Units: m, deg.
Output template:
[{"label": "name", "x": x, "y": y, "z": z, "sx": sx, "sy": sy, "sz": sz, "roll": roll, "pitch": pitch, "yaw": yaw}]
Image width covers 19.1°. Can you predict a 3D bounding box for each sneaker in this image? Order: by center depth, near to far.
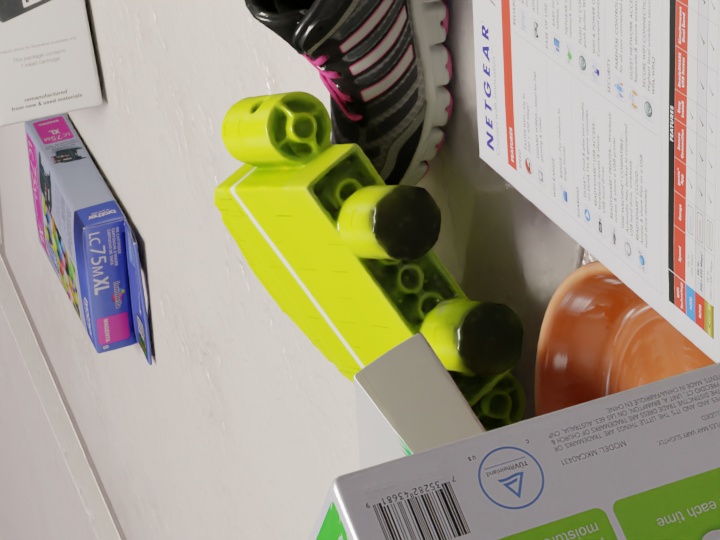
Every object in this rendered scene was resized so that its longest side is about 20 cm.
[{"label": "sneaker", "x": -0.010, "y": -0.109, "z": 0.922, "sx": 0.200, "sy": 0.087, "sz": 0.074, "roll": 94, "pitch": 154, "yaw": -44}]

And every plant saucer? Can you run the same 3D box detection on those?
[{"label": "plant saucer", "x": 0.122, "y": 0.090, "z": 0.779, "sx": 0.200, "sy": 0.032, "sz": 0.201, "roll": 165, "pitch": 90, "yaw": -72}]

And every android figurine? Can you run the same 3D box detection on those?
[{"label": "android figurine", "x": 0.000, "y": 0.000, "z": 0.952, "sx": 0.182, "sy": 0.041, "sz": 0.200, "roll": 53, "pitch": 164, "yaw": -14}]

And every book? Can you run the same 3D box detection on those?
[{"label": "book", "x": 0.052, "y": 0.117, "z": 0.897, "sx": 0.134, "sy": 0.048, "sz": 0.200, "roll": 55, "pitch": 170, "yaw": 19}]

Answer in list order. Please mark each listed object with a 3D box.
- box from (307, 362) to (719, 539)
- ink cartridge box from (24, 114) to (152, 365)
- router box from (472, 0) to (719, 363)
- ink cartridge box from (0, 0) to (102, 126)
[{"label": "box", "x": 0.106, "y": 0.122, "z": 0.583, "sx": 0.097, "sy": 0.200, "sz": 0.177, "roll": 110, "pitch": 140, "yaw": -61}, {"label": "ink cartridge box", "x": -0.212, "y": -0.023, "z": 1.658, "sx": 0.200, "sy": 0.042, "sz": 0.120, "roll": -129, "pitch": 30, "yaw": -48}, {"label": "router box", "x": 0.093, "y": -0.097, "z": 0.690, "sx": 0.180, "sy": 0.049, "sz": 0.200, "roll": -132, "pitch": 33, "yaw": -55}, {"label": "ink cartridge box", "x": -0.262, "y": -0.222, "z": 1.578, "sx": 0.145, "sy": 0.084, "sz": 0.201, "roll": -147, "pitch": 46, "yaw": -63}]
